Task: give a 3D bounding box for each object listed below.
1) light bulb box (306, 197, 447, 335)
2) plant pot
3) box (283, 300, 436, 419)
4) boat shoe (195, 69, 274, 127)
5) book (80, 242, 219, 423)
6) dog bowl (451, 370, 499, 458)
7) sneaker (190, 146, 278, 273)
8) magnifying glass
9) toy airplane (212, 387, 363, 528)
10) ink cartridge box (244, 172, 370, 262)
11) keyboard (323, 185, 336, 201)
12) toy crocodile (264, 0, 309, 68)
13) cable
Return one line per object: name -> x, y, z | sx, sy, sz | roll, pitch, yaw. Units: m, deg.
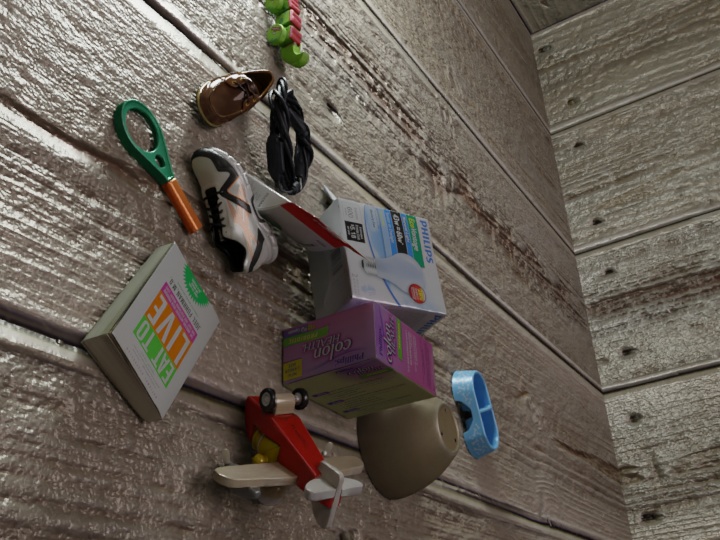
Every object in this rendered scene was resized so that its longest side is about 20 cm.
light bulb box -> 0.025, 0.005, 1.460 | 0.197, 0.125, 0.201 | 10, 56, -32
plant pot -> 0.101, 0.298, 1.517 | 0.200, 0.133, 0.203 | 43, 37, -45
box -> 0.000, 0.151, 1.364 | 0.200, 0.174, 0.098 | 36, 43, -49
boat shoe -> -0.202, -0.291, 1.370 | 0.073, 0.067, 0.200 | 64, 27, -16
book -> -0.255, 0.075, 1.067 | 0.135, 0.047, 0.201 | 63, 25, -26
dog bowl -> 0.265, 0.322, 1.918 | 0.111, 0.049, 0.203 | 4, 69, -62
sneaker -> -0.196, -0.088, 1.250 | 0.080, 0.073, 0.202 | -38, 102, -46
magnifying glass -> -0.279, -0.144, 1.178 | 0.202, 0.022, 0.080 | 64, 27, -17
toy airplane -> -0.093, 0.272, 1.144 | 0.198, 0.142, 0.200 | 31, 22, -6
ink cartridge box -> -0.096, -0.069, 1.324 | 0.199, 0.050, 0.161 | 36, -1, 40
keyboard -> -0.009, -0.094, 1.660 | 0.200, 0.011, 0.056 | 45, 3, -42
toy crocodile -> -0.140, -0.478, 1.621 | 0.067, 0.061, 0.203 | 29, 48, -54
cable -> -0.118, -0.233, 1.464 | 0.163, 0.050, 0.204 | -30, 115, -71
